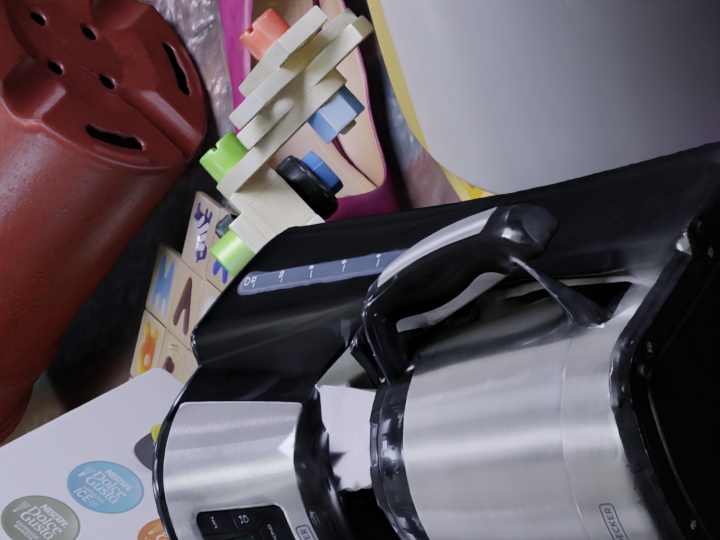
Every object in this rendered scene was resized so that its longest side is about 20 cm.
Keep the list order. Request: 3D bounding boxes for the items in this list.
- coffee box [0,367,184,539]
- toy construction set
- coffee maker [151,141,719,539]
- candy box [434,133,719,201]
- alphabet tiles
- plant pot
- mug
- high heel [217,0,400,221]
[{"bbox_3d":[-0.094,0.197,0.986,0.199,0.197,0.201,37,131,25],"label":"coffee box"},{"bbox_3d":[0.000,0.000,0.960,0.201,0.092,0.131,61,177,-1],"label":"toy construction set"},{"bbox_3d":[0.061,0.037,0.803,0.199,0.192,0.136,-9,98,42],"label":"coffee maker"},{"bbox_3d":[0.102,-0.035,0.932,0.117,0.056,0.201,-57,46,32],"label":"candy box"},{"bbox_3d":[-0.077,0.072,1.144,0.166,0.006,0.201,36,115,62],"label":"alphabet tiles"},{"bbox_3d":[-0.185,-0.045,1.205,0.195,0.200,0.202,-44,54,30],"label":"plant pot"},{"bbox_3d":[0.041,-0.121,0.846,0.185,0.153,0.150,-6,60,19],"label":"mug"},{"bbox_3d":[-0.022,-0.074,1.068,0.096,0.067,0.201,102,150,-47],"label":"high heel"}]
